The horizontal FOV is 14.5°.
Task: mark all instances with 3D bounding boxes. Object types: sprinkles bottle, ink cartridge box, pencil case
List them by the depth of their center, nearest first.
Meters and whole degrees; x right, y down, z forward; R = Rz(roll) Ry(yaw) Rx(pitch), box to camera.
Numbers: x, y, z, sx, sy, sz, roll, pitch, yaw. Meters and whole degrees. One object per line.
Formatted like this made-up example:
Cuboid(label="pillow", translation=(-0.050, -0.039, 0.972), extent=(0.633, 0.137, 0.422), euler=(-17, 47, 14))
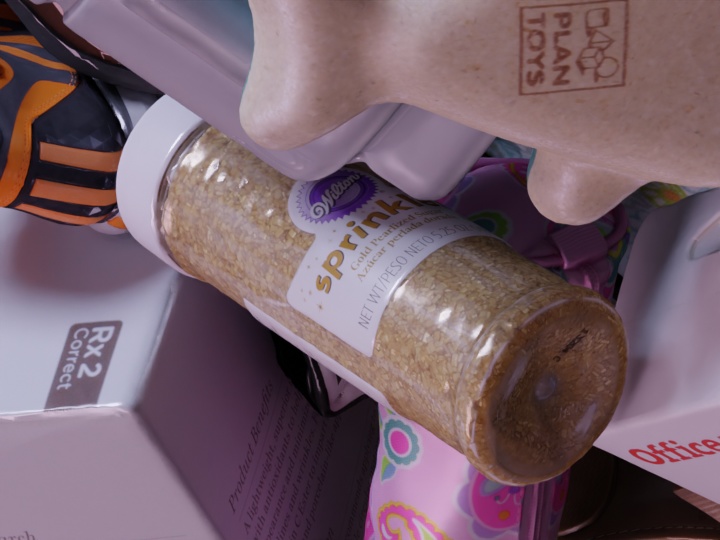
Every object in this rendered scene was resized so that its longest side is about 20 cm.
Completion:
Cuboid(label="ink cartridge box", translation=(0.190, 0.048, 0.897), extent=(0.200, 0.084, 0.146), euler=(25, 162, -15))
Cuboid(label="sprinkles bottle", translation=(0.000, 0.000, 0.933), extent=(0.200, 0.068, 0.068), euler=(32, 158, 44))
Cuboid(label="pencil case", translation=(0.045, 0.060, 1.025), extent=(0.087, 0.087, 0.200), euler=(27, 123, 33))

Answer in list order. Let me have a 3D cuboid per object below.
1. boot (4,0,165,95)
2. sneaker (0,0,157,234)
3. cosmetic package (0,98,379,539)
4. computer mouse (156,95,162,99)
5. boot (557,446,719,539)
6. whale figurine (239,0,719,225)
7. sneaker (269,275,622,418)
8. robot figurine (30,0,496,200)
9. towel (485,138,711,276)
Cuboid(label="boot", translation=(-0.078, -0.173, 0.987), extent=(0.188, 0.068, 0.200), euler=(28, 123, 3))
Cuboid(label="sneaker", translation=(-0.158, -0.086, 1.053), extent=(0.112, 0.078, 0.200), euler=(7, -156, -37))
Cuboid(label="cosmetic package", translation=(-0.102, 0.060, 1.125), extent=(0.165, 0.165, 0.200), euler=(-7, 135, 23))
Cuboid(label="computer mouse", translation=(-0.071, -0.092, 1.105), extent=(0.110, 0.044, 0.200), euler=(44, 132, -9))
Cuboid(label="boot", translation=(0.160, 0.112, 1.139), extent=(0.155, 0.077, 0.200), euler=(32, 146, -21))
Cuboid(label="whale figurine", translation=(0.058, -0.090, 0.821), extent=(0.104, 0.200, 0.159), euler=(-111, 14, -53))
Cuboid(label="sneaker", translation=(0.032, 0.017, 1.095), extent=(0.200, 0.115, 0.076), euler=(37, -172, -38))
Cuboid(label="robot figurine", translation=(-0.036, -0.106, 0.890), extent=(0.200, 0.113, 0.170), euler=(35, -159, -11))
Cuboid(label="towel", translation=(0.099, -0.055, 0.990), extent=(0.200, 0.048, 0.171), euler=(43, 158, -1))
